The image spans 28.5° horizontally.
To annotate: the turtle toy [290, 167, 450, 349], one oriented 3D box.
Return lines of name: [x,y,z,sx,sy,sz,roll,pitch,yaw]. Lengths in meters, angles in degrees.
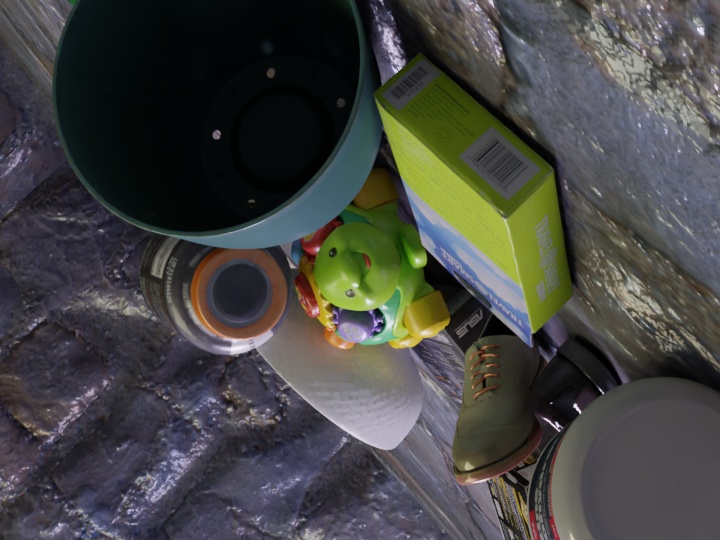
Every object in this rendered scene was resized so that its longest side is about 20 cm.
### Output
turtle toy: [0.000,0.000,1.153,0.147,0.100,0.200,66,167,4]

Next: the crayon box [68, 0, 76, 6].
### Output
crayon box: [-0.150,-0.218,1.051,0.200,0.051,0.128,43,135,28]

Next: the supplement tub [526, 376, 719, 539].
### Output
supplement tub: [0.182,0.152,0.918,0.140,0.140,0.200,46,171,10]

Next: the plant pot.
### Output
plant pot: [-0.073,-0.104,0.920,0.201,0.201,0.161,45,-177,18]

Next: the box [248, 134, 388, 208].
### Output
box: [-0.052,-0.079,1.163,0.035,0.110,0.200,49,171,-12]

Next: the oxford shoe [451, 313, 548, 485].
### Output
oxford shoe: [0.097,0.094,1.080,0.074,0.070,0.200,66,-161,-15]

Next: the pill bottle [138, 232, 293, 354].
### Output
pill bottle: [-0.116,0.011,1.149,0.106,0.106,0.200,50,170,-14]

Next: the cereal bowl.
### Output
cereal bowl: [-0.015,0.066,1.299,0.200,0.083,0.200,41,-172,-7]

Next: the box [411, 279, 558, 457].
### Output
box: [0.107,0.086,1.292,0.159,0.048,0.200,50,171,-12]

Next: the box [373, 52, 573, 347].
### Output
box: [0.077,-0.038,0.911,0.122,0.048,0.200,45,171,26]

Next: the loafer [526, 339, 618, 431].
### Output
loafer: [0.180,0.132,1.093,0.072,0.063,0.201,39,167,48]

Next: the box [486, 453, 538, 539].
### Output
box: [0.172,0.260,1.279,0.160,0.049,0.202,-162,53,-77]
